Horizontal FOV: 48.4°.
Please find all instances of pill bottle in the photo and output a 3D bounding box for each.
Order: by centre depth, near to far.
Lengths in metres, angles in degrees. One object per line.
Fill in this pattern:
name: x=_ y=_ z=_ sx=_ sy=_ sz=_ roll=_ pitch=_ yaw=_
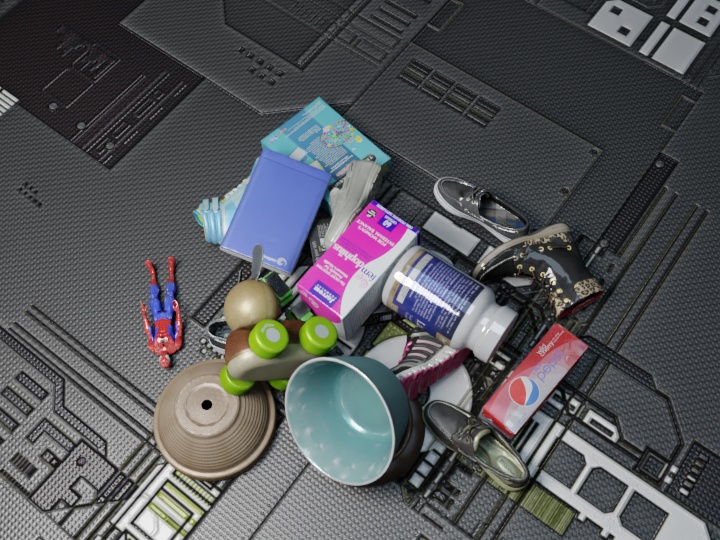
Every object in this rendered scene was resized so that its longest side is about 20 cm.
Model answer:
pill bottle: x=0.144 y=0.056 z=1.284 sx=0.200 sy=0.116 sz=0.116 roll=33 pitch=69 yaw=17

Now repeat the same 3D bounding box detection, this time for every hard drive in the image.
hard drive: x=-0.147 y=-0.104 z=1.406 sx=0.132 sy=0.025 sz=0.200 roll=21 pitch=73 yaw=-2

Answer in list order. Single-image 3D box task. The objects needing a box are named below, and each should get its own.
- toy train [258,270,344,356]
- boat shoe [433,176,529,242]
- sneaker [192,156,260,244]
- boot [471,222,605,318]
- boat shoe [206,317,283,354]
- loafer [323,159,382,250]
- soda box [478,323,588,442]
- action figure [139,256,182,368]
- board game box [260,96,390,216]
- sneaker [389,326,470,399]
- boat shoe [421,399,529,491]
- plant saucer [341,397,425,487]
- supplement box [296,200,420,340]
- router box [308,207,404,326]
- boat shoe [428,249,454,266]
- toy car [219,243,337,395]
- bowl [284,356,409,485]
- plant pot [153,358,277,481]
toy train: x=-0.097 y=0.083 z=1.314 sx=0.200 sy=0.056 sz=0.042 roll=48 pitch=53 yaw=2
boat shoe: x=0.222 y=-0.118 z=1.455 sx=0.200 sy=0.066 sz=0.070 roll=39 pitch=70 yaw=17
sneaker: x=-0.233 y=-0.132 z=1.461 sx=0.130 sy=0.080 sz=0.200 roll=8 pitch=64 yaw=3
boot: x=0.311 y=0.014 z=1.390 sx=0.200 sy=0.073 sz=0.151 roll=-22 pitch=66 yaw=-15
boat shoe: x=-0.159 y=0.108 z=1.349 sx=0.199 sy=0.068 sz=0.074 roll=7 pitch=65 yaw=4
loafer: x=-0.024 y=-0.114 z=1.401 sx=0.070 sy=0.070 sz=0.200 roll=16 pitch=56 yaw=16
soda box: x=0.283 y=0.183 z=1.310 sx=0.070 sy=0.063 sz=0.200 roll=39 pitch=71 yaw=18
action figure: x=-0.342 y=0.073 z=1.382 sx=0.065 sy=0.052 sz=0.200 roll=-7 pitch=67 yaw=-7
board game box: x=-0.066 y=-0.217 z=1.517 sx=0.151 sy=0.047 sz=0.200 roll=-40 pitch=70 yaw=-17
sneaker: x=0.091 y=0.144 z=1.318 sx=0.200 sy=0.074 sz=0.087 roll=-27 pitch=54 yaw=-30
boat shoe: x=0.187 y=0.268 z=1.268 sx=0.201 sy=0.066 sz=0.072 roll=38 pitch=68 yaw=16
plant saucer: x=0.007 y=0.248 z=1.301 sx=0.200 sy=0.032 sz=0.200 roll=0 pitch=63 yaw=0
supplement box: x=0.000 y=0.000 z=1.322 sx=0.101 sy=0.103 sz=0.200 roll=35 pitch=72 yaw=18
router box: x=-0.003 y=-0.002 z=1.409 sx=0.157 sy=0.052 sz=0.200 roll=-9 pitch=65 yaw=-3
boat shoe: x=0.163 y=0.044 z=1.379 sx=0.071 sy=0.064 sz=0.200 roll=-45 pitch=73 yaw=-6
toy car: x=-0.148 y=0.068 z=1.245 sx=0.158 sy=0.164 sz=0.200 roll=-2 pitch=61 yaw=-32
bowl: x=-0.006 y=0.211 z=1.214 sx=0.201 sy=0.201 sz=0.105 roll=41 pitch=33 yaw=18
plant pot: x=-0.238 y=0.228 z=1.279 sx=0.200 sy=0.093 sz=0.201 roll=0 pitch=65 yaw=1
